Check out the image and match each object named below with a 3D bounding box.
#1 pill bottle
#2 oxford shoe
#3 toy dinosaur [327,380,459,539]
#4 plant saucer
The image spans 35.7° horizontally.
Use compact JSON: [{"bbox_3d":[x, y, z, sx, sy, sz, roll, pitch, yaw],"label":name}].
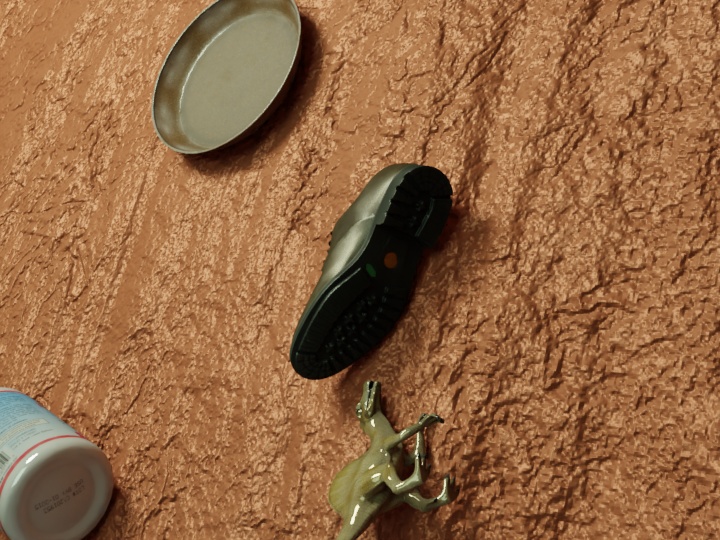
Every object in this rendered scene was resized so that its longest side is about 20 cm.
[{"bbox_3d":[-0.329,0.176,1.057,0.200,0.109,0.109,23,82,43],"label":"pill bottle"},{"bbox_3d":[0.000,0.000,0.934,0.200,0.073,0.084,-57,30,-4],"label":"oxford shoe"},{"bbox_3d":[0.014,0.161,0.822,0.101,0.058,0.200,-17,30,29],"label":"toy dinosaur"},{"bbox_3d":[-0.134,-0.204,1.162,0.200,0.032,0.201,-17,58,30],"label":"plant saucer"}]
